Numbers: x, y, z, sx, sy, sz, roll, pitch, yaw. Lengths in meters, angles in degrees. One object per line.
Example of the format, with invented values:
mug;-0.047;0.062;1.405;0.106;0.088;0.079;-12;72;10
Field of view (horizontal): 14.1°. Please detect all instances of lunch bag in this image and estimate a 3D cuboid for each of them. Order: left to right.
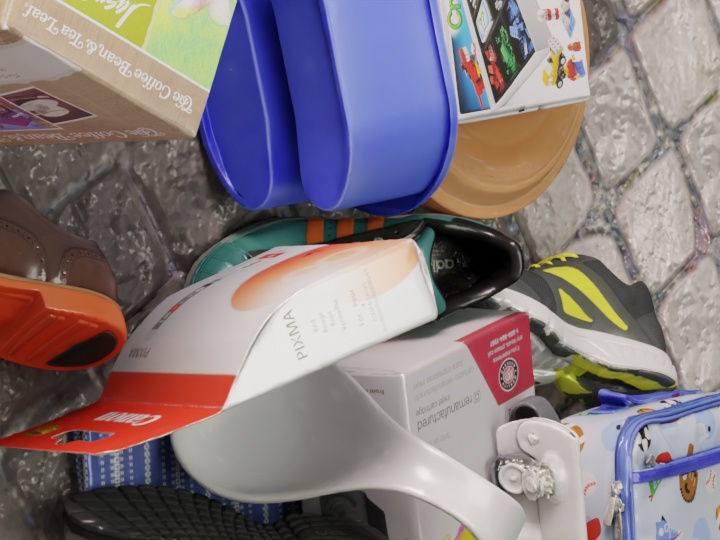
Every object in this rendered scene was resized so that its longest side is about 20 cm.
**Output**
lunch bag;0.184;0.148;1.763;0.200;0.075;0.160;-7;96;-56

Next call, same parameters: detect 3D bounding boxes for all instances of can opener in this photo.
can opener;0.113;0.174;1.669;0.066;0.053;0.200;-24;113;-57

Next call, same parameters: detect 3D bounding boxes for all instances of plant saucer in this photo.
plant saucer;0.072;-0.130;1.724;0.200;0.032;0.201;-1;91;-46

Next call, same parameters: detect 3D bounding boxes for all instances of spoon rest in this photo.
spoon rest;-0.008;0.099;1.560;0.061;0.200;0.099;85;30;-63

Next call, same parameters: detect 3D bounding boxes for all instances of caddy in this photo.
caddy;-0.018;-0.122;1.604;0.105;0.141;0.200;-20;105;-39

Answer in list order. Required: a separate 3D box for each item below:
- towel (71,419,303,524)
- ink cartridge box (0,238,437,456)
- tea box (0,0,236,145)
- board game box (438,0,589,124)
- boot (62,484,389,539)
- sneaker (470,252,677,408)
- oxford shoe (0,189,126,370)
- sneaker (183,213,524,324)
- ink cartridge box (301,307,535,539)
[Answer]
towel;-0.081;0.135;1.627;0.200;0.024;0.145;-9;99;-44
ink cartridge box;-0.083;0.038;1.493;0.200;0.162;0.050;-20;98;-27
tea box;-0.163;-0.172;1.409;0.134;0.200;0.197;28;69;-43
board game box;0.073;-0.189;1.677;0.126;0.035;0.200;-12;98;-46
boot;-0.080;0.194;1.566;0.200;0.070;0.132;13;107;-23
sneaker;0.111;0.026;1.799;0.200;0.074;0.085;23;48;-38
oxford shoe;-0.208;-0.008;1.473;0.200;0.071;0.073;23;45;-41
sneaker;0.000;0.000;1.640;0.200;0.080;0.071;-11;95;-28
ink cartridge box;0.038;0.133;1.676;0.148;0.086;0.200;-24;111;-54
